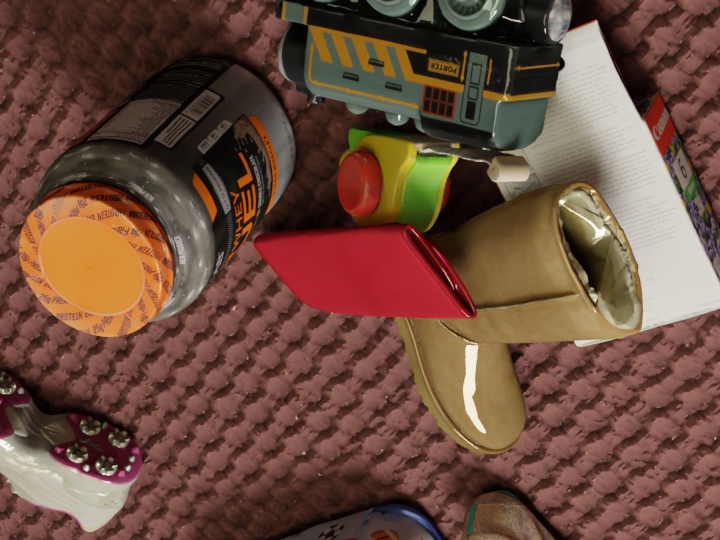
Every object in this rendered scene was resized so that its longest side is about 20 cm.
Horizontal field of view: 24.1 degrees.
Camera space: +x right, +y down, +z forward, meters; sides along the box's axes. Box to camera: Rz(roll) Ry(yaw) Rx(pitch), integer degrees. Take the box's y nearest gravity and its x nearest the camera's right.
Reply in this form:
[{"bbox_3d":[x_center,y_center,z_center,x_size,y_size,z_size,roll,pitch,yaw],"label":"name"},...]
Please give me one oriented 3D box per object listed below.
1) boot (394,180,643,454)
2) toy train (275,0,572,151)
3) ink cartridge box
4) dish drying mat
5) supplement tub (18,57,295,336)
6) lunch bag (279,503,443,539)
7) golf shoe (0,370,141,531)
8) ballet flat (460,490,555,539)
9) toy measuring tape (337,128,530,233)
[{"bbox_3d":[0.104,0.039,1.065,0.200,0.066,0.176,-12,114,56],"label":"boot"},{"bbox_3d":[0.032,-0.141,1.005,0.199,0.085,0.115,16,106,32],"label":"toy train"},{"bbox_3d":[0.148,-0.058,1.055,0.109,0.050,0.201,-18,109,30],"label":"ink cartridge box"},{"bbox_3d":[0.000,0.000,1.099,0.077,0.018,0.200,52,156,-19],"label":"dish drying mat"},{"bbox_3d":[-0.129,-0.048,1.079,0.122,0.200,0.123,10,122,16],"label":"supplement tub"},{"bbox_3d":[-0.006,0.274,1.290,0.200,0.076,0.161,-24,109,30],"label":"lunch bag"},{"bbox_3d":[-0.271,0.140,1.322,0.199,0.075,0.092,27,128,7],"label":"golf shoe"},{"bbox_3d":[0.145,0.246,1.217,0.200,0.067,0.068,41,125,-5],"label":"ballet flat"},{"bbox_3d":[0.040,-0.048,1.047,0.200,0.073,0.074,19,135,59],"label":"toy measuring tape"}]
